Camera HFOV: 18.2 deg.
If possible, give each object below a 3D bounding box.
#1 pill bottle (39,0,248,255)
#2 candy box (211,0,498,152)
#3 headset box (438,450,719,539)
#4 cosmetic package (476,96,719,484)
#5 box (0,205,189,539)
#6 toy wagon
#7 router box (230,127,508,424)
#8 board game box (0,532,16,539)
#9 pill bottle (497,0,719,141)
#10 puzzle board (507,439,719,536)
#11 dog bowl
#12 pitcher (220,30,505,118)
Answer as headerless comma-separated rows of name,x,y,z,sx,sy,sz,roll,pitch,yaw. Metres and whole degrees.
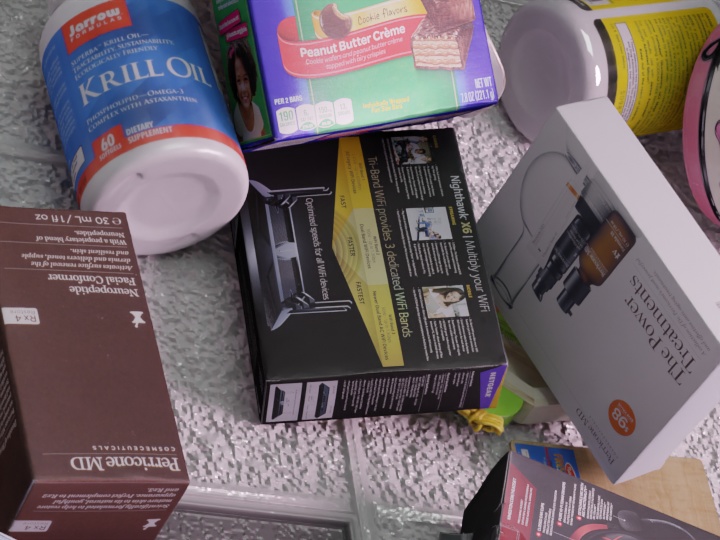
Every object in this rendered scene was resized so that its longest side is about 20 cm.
pill bottle,-0.149,-0.120,1.478,0.112,0.112,0.201,0,53,-29
candy box,-0.012,-0.191,1.468,0.168,0.077,0.202,-11,90,-26
headset box,0.136,0.210,1.362,0.199,0.075,0.149,22,45,-10
cosmetic package,0.161,0.013,1.457,0.051,0.151,0.201,-15,61,-35
box,-0.176,0.060,1.337,0.099,0.075,0.201,2,54,-28
toy wagon,0.103,0.045,1.532,0.155,0.040,0.200,33,45,0
router box,0.000,0.000,1.470,0.156,0.052,0.201,-3,53,-10
board game box,-0.145,0.264,1.199,0.199,0.041,0.201,27,45,-7
pill bottle,0.211,-0.159,1.717,0.199,0.113,0.113,-10,59,-35
puzzle board,0.178,0.203,1.456,0.150,0.017,0.201,8,49,-23
dog bowl,0.314,-0.111,1.694,0.073,0.202,0.200,10,28,39
pitcher,-0.003,-0.184,1.596,0.199,0.121,0.173,-10,85,-40
